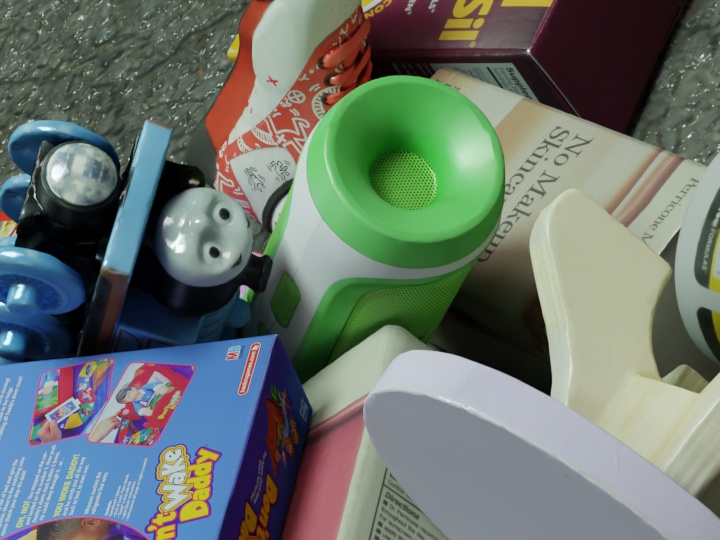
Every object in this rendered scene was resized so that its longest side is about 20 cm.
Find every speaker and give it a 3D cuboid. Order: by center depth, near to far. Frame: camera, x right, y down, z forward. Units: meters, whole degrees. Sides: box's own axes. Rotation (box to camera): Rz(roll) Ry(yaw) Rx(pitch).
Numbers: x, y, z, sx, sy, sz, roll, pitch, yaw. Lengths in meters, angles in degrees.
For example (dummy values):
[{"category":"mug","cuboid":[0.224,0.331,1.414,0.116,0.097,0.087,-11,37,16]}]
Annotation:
[{"category":"speaker","cuboid":[0.000,0.000,1.122,0.200,0.088,0.089,116,177,-61]}]

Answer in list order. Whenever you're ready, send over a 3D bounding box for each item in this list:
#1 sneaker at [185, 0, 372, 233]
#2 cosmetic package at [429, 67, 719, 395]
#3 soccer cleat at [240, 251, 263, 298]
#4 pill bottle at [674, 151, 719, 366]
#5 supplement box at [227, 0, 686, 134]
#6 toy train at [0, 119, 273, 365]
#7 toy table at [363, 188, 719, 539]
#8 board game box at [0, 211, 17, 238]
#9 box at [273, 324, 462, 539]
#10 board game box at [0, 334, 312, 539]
[{"category":"sneaker","cuboid":[-0.009,-0.078,1.273,0.067,0.108,0.202,-43,-10,-36]},{"category":"cosmetic package","cuboid":[0.085,-0.007,1.197,0.104,0.087,0.200,-50,39,-13]},{"category":"soccer cleat","cuboid":[-0.036,0.029,1.290,0.076,0.067,0.200,-43,37,-17]},{"category":"pill bottle","cuboid":[0.225,0.014,1.040,0.113,0.113,0.200,-51,40,-12]},{"category":"supplement box","cuboid":[0.047,-0.122,1.338,0.199,0.086,0.111,3,56,42]},{"category":"toy train","cuboid":[-0.102,0.009,1.116,0.200,0.113,0.087,117,167,-62]},{"category":"toy table","cuboid":[0.113,0.067,0.997,0.117,0.200,0.184,-52,14,-26]},{"category":"board game box","cuboid":[-0.173,0.041,1.308,0.199,0.152,0.046,-3,46,43]},{"category":"box","cuboid":[0.008,0.146,1.054,0.109,0.128,0.201,-36,27,38]},{"category":"board game box","cuboid":[-0.104,0.116,1.012,0.134,0.045,0.201,-6,42,20]}]
